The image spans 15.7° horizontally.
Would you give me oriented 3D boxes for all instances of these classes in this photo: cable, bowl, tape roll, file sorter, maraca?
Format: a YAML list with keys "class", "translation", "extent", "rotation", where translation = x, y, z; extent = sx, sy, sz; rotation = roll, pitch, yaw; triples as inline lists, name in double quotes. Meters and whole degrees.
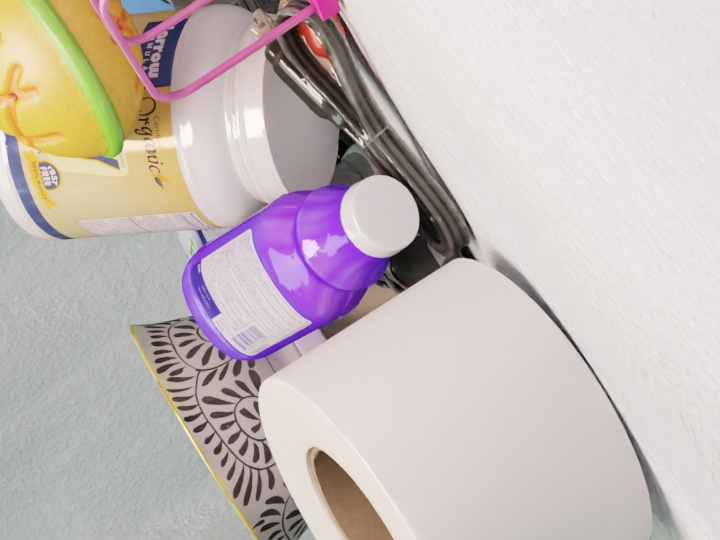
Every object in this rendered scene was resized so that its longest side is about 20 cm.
- class: "cable"
  translation: [0.007, -0.100, 1.551]
  extent: [0.200, 0.050, 0.097]
  rotation: [45, 158, 4]
- class: "bowl"
  translation: [-0.073, 0.100, 1.840]
  extent: [0.201, 0.094, 0.201]
  rotation: [57, 177, 5]
- class: "tape roll"
  translation: [0.053, 0.112, 1.494]
  extent: [0.203, 0.139, 0.203]
  rotation: [51, 162, 23]
- class: "file sorter"
  translation: [-0.125, -0.218, 1.479]
  extent: [0.200, 0.125, 0.139]
  rotation: [55, 176, 29]
- class: "maraca"
  translation: [-0.203, -0.152, 1.574]
  extent: [0.200, 0.107, 0.137]
  rotation: [54, 164, 4]

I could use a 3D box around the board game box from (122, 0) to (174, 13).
- class: "board game box"
  translation: [-0.131, -0.230, 1.884]
  extent: [0.158, 0.039, 0.200]
  rotation: [24, 144, 35]

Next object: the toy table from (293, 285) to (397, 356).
- class: "toy table"
  translation: [0.023, 0.055, 1.819]
  extent: [0.184, 0.117, 0.200]
  rotation: [60, 176, -32]

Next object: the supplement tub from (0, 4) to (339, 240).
- class: "supplement tub"
  translation: [-0.127, -0.096, 1.689]
  extent: [0.144, 0.199, 0.145]
  rotation: [-4, -90, -68]

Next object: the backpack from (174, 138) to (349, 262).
- class: "backpack"
  translation: [-0.071, -0.061, 1.927]
  extent: [0.200, 0.154, 0.190]
  rotation: [60, 166, 2]

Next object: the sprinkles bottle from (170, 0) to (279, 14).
- class: "sprinkles bottle"
  translation: [-0.104, -0.204, 1.726]
  extent: [0.200, 0.068, 0.068]
  rotation: [61, 175, -36]

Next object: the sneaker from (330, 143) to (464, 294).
- class: "sneaker"
  translation: [0.000, 0.000, 1.689]
  extent: [0.075, 0.115, 0.200]
  rotation: [60, 175, -33]

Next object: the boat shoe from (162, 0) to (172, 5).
- class: "boat shoe"
  translation: [-0.156, -0.259, 1.753]
  extent: [0.056, 0.069, 0.200]
  rotation: [12, 138, 40]

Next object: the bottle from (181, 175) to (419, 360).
- class: "bottle"
  translation: [-0.035, -0.006, 1.601]
  extent: [0.084, 0.065, 0.200]
  rotation: [56, 144, -3]
